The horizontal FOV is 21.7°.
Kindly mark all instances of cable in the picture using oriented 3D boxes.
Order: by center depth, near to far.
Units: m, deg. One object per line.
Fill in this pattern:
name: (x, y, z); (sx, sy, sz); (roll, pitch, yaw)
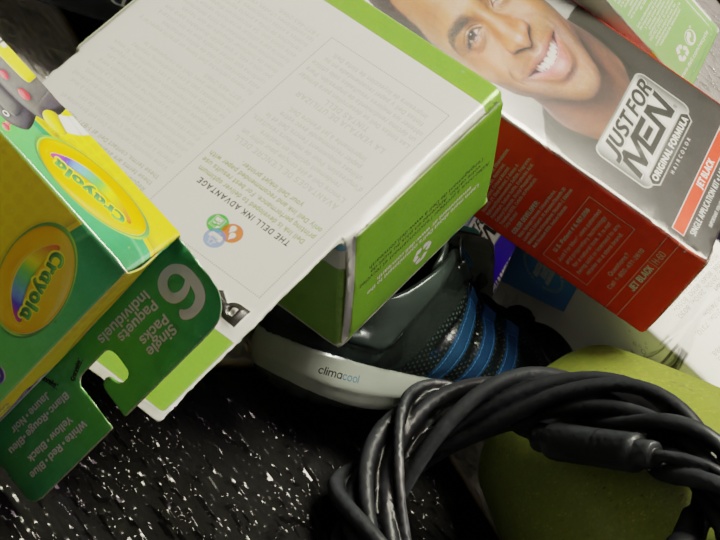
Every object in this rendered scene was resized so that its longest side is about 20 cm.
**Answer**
cable: (0.072, 0.101, 0.743); (0.051, 0.162, 0.201); (60, 2, -42)

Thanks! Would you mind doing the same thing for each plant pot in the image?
plant pot: (0.148, 0.128, 0.824); (0.186, 0.188, 0.200); (15, 25, -51)

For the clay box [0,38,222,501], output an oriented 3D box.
clay box: (-0.148, -0.022, 0.606); (0.200, 0.115, 0.048); (47, 24, 2)

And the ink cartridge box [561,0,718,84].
ink cartridge box: (0.062, -0.159, 0.918); (0.200, 0.145, 0.048); (43, 65, -27)

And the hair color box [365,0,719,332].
hair color box: (0.077, -0.073, 0.861); (0.199, 0.061, 0.102); (34, 47, -1)

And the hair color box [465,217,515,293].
hair color box: (0.153, 0.020, 1.056); (0.109, 0.065, 0.201); (-27, 70, -27)

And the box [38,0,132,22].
box: (-0.098, -0.223, 0.836); (0.195, 0.201, 0.118); (15, 33, -17)

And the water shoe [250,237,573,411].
water shoe: (0.039, 0.020, 0.856); (0.071, 0.080, 0.199); (24, 15, 40)

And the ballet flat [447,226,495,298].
ballet flat: (0.000, 0.000, 0.895); (0.199, 0.067, 0.064); (13, 71, -49)

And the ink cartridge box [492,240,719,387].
ink cartridge box: (0.163, 0.049, 0.938); (0.200, 0.116, 0.068); (42, 65, 13)

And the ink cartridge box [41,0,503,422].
ink cartridge box: (-0.062, -0.028, 0.749); (0.147, 0.076, 0.200); (35, 61, 20)
